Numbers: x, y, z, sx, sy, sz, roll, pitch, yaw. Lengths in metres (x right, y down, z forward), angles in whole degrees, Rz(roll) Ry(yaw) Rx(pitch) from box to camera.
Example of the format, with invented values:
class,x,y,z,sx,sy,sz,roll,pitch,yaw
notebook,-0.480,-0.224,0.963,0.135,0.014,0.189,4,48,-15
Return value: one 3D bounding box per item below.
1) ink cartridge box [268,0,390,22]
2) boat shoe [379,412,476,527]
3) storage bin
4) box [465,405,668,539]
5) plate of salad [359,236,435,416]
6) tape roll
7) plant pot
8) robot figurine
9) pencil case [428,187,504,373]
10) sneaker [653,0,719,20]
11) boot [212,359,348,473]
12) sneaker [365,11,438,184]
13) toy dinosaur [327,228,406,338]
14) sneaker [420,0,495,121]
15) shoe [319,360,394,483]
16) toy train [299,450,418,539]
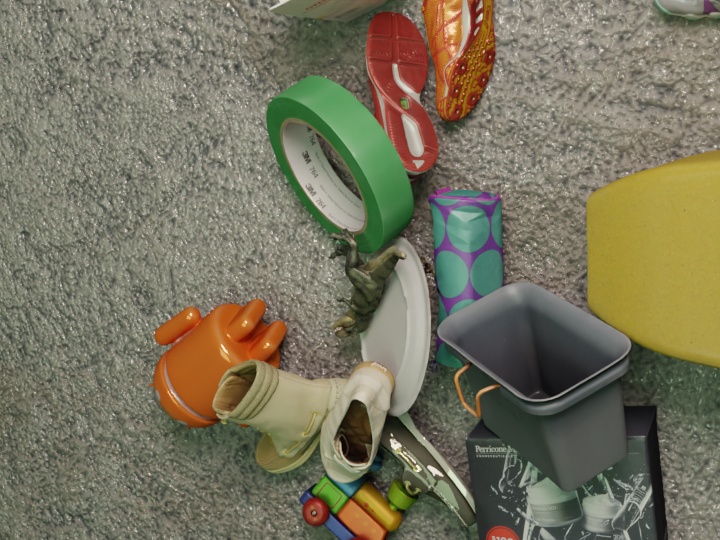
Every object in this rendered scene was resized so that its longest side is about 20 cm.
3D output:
class,x,y,z,sx,sy,sz,roll,pitch,yaw
ink cartridge box,-0.019,-0.316,1.001,0.116,0.200,0.068,-20,93,25
boat shoe,0.066,0.228,1.140,0.060,0.072,0.202,-40,77,-6
storage bin,0.175,0.125,0.966,0.144,0.200,0.136,-26,117,-16
box,0.232,0.254,1.063,0.198,0.104,0.185,-6,97,24
plate of salad,0.045,0.063,1.088,0.047,0.200,0.203,2,106,-21
tape roll,-0.025,-0.115,1.061,0.200,0.048,0.201,44,157,24
plant pot,0.329,-0.021,0.926,0.198,0.195,0.197,4,103,35
robot figurine,-0.180,0.122,1.209,0.199,0.143,0.118,-39,49,25
pencil case,0.118,0.011,1.073,0.084,0.092,0.203,-6,100,-20
sneaker,0.362,-0.282,0.875,0.198,0.140,0.079,-11,97,24
boot,-0.114,0.177,1.156,0.200,0.154,0.074,-40,44,41
sneaker,0.026,-0.180,1.079,0.116,0.077,0.203,133,137,-60
toy dinosaur,0.000,0.000,1.062,0.088,0.047,0.201,52,149,15
sneaker,0.103,-0.265,1.044,0.077,0.072,0.203,15,105,44
shoe,-0.011,0.184,1.080,0.069,0.054,0.201,19,133,4
toy train,0.032,0.309,1.181,0.200,0.085,0.116,41,100,11
